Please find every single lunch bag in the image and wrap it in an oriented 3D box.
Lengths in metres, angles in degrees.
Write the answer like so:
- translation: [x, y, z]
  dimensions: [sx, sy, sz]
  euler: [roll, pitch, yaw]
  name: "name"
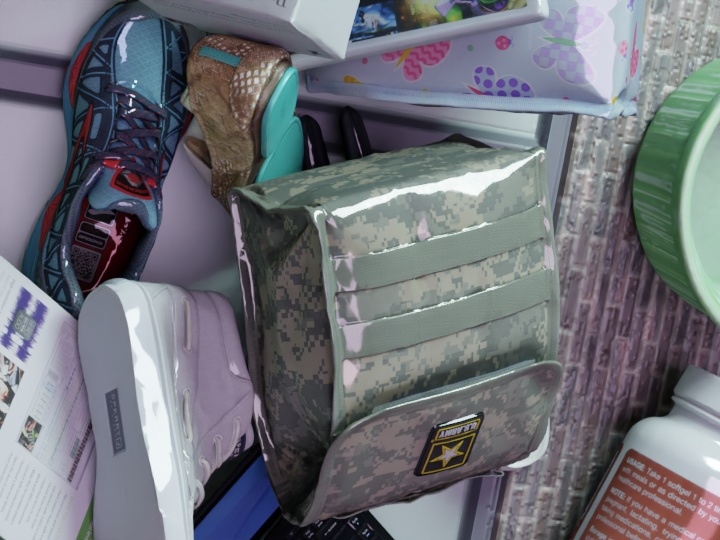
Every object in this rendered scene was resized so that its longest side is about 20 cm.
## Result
- translation: [0.025, 0.039, 1.279]
  dimensions: [0.163, 0.117, 0.201]
  euler: [-14, 106, -29]
  name: "lunch bag"
- translation: [0.068, -0.180, 1.330]
  dimensions: [0.199, 0.127, 0.170]
  euler: [4, 96, 12]
  name: "lunch bag"

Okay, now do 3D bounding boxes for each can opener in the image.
- translation: [0.000, 0.000, 1.377]
  dimensions: [0.063, 0.079, 0.201]
  euler: [-6, 92, -13]
  name: "can opener"

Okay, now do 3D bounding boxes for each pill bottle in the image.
- translation: [0.201, 0.168, 1.448]
  dimensions: [0.112, 0.112, 0.201]
  euler: [28, 91, -21]
  name: "pill bottle"

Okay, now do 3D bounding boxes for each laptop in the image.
- translation: [-0.037, 0.198, 1.353]
  dimensions: [0.200, 0.103, 0.177]
  euler: [49, 66, -15]
  name: "laptop"

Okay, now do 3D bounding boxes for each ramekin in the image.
- translation: [0.272, -0.049, 1.440]
  dimensions: [0.199, 0.098, 0.201]
  euler: [-4, 102, -18]
  name: "ramekin"

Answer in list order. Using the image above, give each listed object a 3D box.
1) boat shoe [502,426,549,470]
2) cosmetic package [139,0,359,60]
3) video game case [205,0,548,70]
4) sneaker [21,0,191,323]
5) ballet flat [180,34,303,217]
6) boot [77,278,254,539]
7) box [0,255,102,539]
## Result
- translation: [0.073, 0.040, 1.404]
  dimensions: [0.075, 0.068, 0.201]
  euler: [-27, 107, -12]
  name: "boat shoe"
- translation: [-0.043, -0.225, 1.220]
  dimensions: [0.112, 0.081, 0.201]
  euler: [12, 83, 21]
  name: "cosmetic package"
- translation: [-0.004, -0.212, 1.277]
  dimensions: [0.199, 0.023, 0.183]
  euler: [-10, 87, 18]
  name: "video game case"
- translation: [-0.133, -0.056, 1.301]
  dimensions: [0.079, 0.095, 0.201]
  euler: [11, 97, -23]
  name: "sneaker"
- translation: [-0.070, -0.082, 1.292]
  dimensions: [0.065, 0.200, 0.071]
  euler: [27, 68, 9]
  name: "ballet flat"
- translation: [-0.096, 0.103, 1.254]
  dimensions: [0.095, 0.073, 0.201]
  euler: [3, 76, -40]
  name: "boot"
- translation: [-0.191, 0.085, 1.241]
  dimensions: [0.200, 0.036, 0.145]
  euler: [43, 48, -30]
  name: "box"
